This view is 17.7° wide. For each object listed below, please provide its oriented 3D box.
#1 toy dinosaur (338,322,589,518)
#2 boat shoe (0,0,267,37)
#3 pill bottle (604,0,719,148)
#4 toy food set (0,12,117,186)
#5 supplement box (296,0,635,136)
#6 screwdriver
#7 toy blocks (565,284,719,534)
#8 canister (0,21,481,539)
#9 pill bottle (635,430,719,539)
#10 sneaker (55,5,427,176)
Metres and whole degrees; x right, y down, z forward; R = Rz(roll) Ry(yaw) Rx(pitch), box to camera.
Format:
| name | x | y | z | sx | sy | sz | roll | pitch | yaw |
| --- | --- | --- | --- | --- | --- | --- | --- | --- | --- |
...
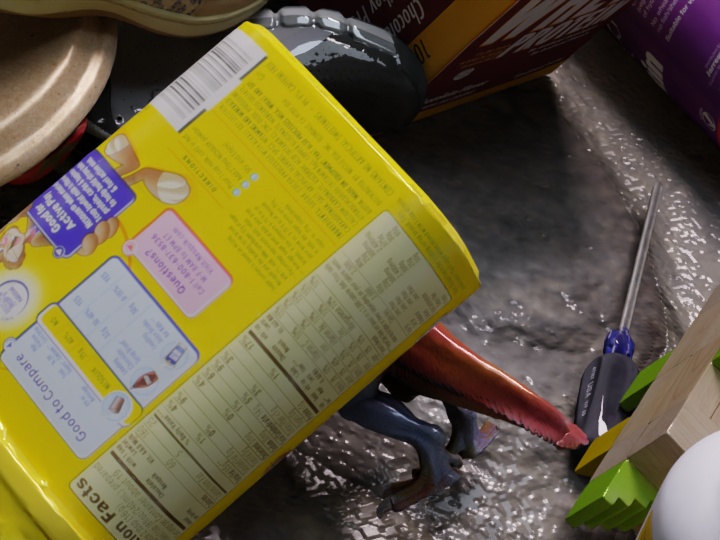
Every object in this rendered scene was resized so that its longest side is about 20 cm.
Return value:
| name | x | y | z | sx | sy | sz | roll | pitch | yaw |
| --- | --- | --- | --- | --- | --- | --- | --- | --- | --- |
| toy dinosaur | 0.000 | 0.000 | 0.954 | 0.105 | 0.200 | 0.182 | -31 | 98 | -48 |
| boat shoe | -0.098 | -0.147 | 1.000 | 0.073 | 0.063 | 0.200 | 50 | 32 | 21 |
| pill bottle | 0.189 | -0.143 | 1.206 | 0.112 | 0.113 | 0.200 | -15 | 51 | -33 |
| toy food set | -0.205 | -0.092 | 1.017 | 0.198 | 0.049 | 0.200 | -17 | 51 | -9 |
| supplement box | 0.052 | -0.208 | 1.115 | 0.133 | 0.197 | 0.200 | -22 | 79 | -37 |
| screwdriver | 0.123 | 0.022 | 1.071 | 0.028 | 0.029 | 0.200 | 19 | 38 | 1 |
| toy blocks | 0.186 | 0.084 | 0.973 | 0.137 | 0.100 | 0.200 | 46 | 44 | -5 |
| canister | -0.072 | 0.018 | 0.875 | 0.200 | 0.087 | 0.149 | -41 | 63 | -3 |
| pill bottle | 0.147 | 0.126 | 0.830 | 0.112 | 0.200 | 0.112 | 10 | 42 | -9 |
| sneaker | -0.073 | -0.067 | 1.067 | 0.200 | 0.075 | 0.116 | 8 | 46 | 4 |
